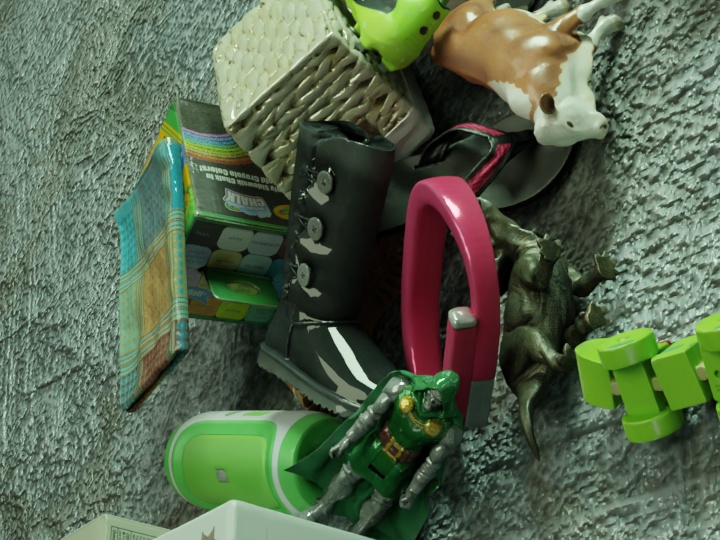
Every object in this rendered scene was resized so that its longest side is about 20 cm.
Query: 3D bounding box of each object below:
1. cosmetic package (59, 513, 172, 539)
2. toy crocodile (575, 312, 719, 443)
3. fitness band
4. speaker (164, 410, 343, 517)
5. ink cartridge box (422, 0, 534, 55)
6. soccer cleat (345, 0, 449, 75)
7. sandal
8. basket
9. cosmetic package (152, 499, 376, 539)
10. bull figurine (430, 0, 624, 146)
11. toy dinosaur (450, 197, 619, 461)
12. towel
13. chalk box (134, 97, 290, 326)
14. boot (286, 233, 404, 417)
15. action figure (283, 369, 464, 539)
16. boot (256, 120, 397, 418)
[{"bbox_3d":[-0.139,0.269,1.244,0.087,0.198,0.105,-32,47,42],"label":"cosmetic package"},{"bbox_3d":[0.211,0.061,0.993,0.199,0.061,0.068,-13,101,49],"label":"toy crocodile"},{"bbox_3d":[0.060,0.028,1.154,0.144,0.037,0.202,-110,19,-46],"label":"fitness band"},{"bbox_3d":[-0.083,0.160,1.326,0.199,0.088,0.090,-7,67,53],"label":"speaker"},{"bbox_3d":[0.072,-0.275,1.337,0.146,0.083,0.200,-58,36,18],"label":"ink cartridge box"},{"bbox_3d":[0.016,-0.236,1.276,0.081,0.067,0.201,-41,43,15],"label":"soccer cleat"},{"bbox_3d":[0.073,-0.076,1.213,0.198,0.045,0.076,-19,59,19],"label":"sandal"},{"bbox_3d":[-0.038,-0.153,1.334,0.135,0.123,0.201,-40,28,12],"label":"basket"},{"bbox_3d":[-0.060,0.282,1.126,0.166,0.198,0.169,-30,49,43],"label":"cosmetic package"},{"bbox_3d":[0.130,-0.164,1.186,0.121,0.065,0.200,-41,41,-10],"label":"bull figurine"},{"bbox_3d":[0.128,0.038,1.123,0.102,0.076,0.203,139,129,-61],"label":"toy dinosaur"},{"bbox_3d":[-0.182,0.004,1.379,0.147,0.021,0.202,135,137,-53],"label":"towel"},{"bbox_3d":[-0.118,-0.034,1.422,0.202,0.123,0.125,-104,33,-42],"label":"chalk box"},{"bbox_3d":[-0.020,0.010,1.331,0.202,0.074,0.107,-66,29,7],"label":"boot"},{"bbox_3d":[0.020,0.133,1.139,0.055,0.118,0.201,-47,-8,-48],"label":"action figure"},{"bbox_3d":[-0.001,0.000,1.205,0.164,0.065,0.203,23,104,38],"label":"boot"}]
